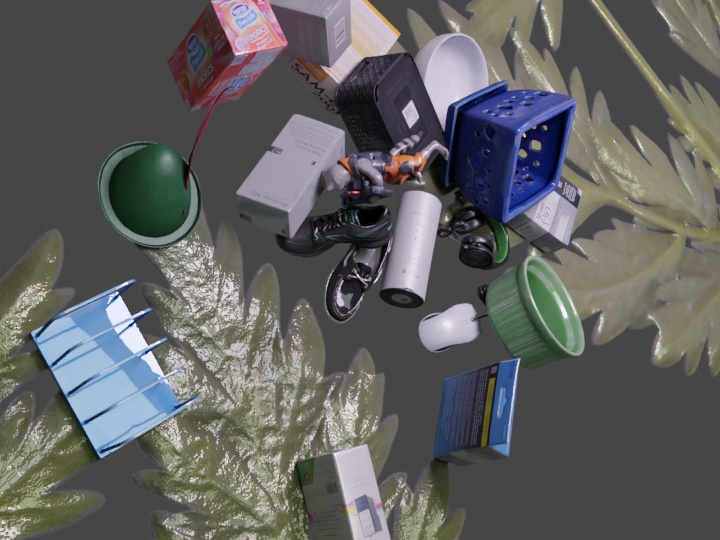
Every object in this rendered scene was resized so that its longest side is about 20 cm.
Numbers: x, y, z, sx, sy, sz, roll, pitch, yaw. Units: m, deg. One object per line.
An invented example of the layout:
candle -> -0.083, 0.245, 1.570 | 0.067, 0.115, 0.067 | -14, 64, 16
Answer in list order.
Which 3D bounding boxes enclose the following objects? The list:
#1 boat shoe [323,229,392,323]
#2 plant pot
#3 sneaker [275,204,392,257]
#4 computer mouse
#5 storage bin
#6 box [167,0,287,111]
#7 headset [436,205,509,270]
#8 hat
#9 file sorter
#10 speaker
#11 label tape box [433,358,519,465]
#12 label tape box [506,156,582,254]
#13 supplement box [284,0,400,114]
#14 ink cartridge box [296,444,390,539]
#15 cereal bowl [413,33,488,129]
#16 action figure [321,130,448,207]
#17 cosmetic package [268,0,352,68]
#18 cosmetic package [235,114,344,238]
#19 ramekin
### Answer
boat shoe -> 0.000, 0.000, 1.510 | 0.074, 0.060, 0.200 | 39, 57, -16
plant pot -> 0.262, -0.234, 1.644 | 0.180, 0.200, 0.200 | 31, 44, 32
sneaker -> -0.043, -0.076, 1.469 | 0.199, 0.079, 0.076 | -8, 62, -10
computer mouse -> 0.192, 0.096, 1.609 | 0.200, 0.044, 0.110 | -18, 85, -35
storage bin -> 0.056, -0.270, 1.570 | 0.135, 0.094, 0.200 | -53, 131, -33
box -> -0.215, -0.344, 1.407 | 0.102, 0.200, 0.095 | -22, 86, -35
headset -> 0.220, -0.068, 1.651 | 0.200, 0.094, 0.124 | 2, 72, -44
hat -> -0.285, -0.154, 1.311 | 0.165, 0.176, 0.201 | 0, 74, -32
file sorter -> -0.333, 0.131, 1.219 | 0.139, 0.123, 0.200 | -29, 90, -36
speaker -> 0.090, -0.040, 1.568 | 0.081, 0.081, 0.201 | 24, 62, -24
label tape box -> 0.209, 0.238, 1.465 | 0.066, 0.200, 0.144 | 24, 63, -24
label tape box -> 0.341, -0.148, 1.773 | 0.200, 0.066, 0.144 | 35, 58, -20
supplement box -> -0.031, -0.403, 1.620 | 0.126, 0.073, 0.200 | 42, 57, -14
ink cartridge box -> -0.021, 0.374, 1.335 | 0.067, 0.117, 0.201 | -6, 77, -36
cereal bowl -> 0.155, -0.350, 1.692 | 0.200, 0.083, 0.201 | -15, 111, -45
action figure -> 0.023, -0.164, 1.475 | 0.193, 0.200, 0.105 | -13, 93, -24
cosmetic package -> -0.121, -0.429, 1.497 | 0.200, 0.107, 0.090 | 23, 57, 18
cosmetic package -> -0.112, -0.158, 1.464 | 0.101, 0.074, 0.200 | 20, 55, 14
ramekin -> 0.316, 0.083, 1.621 | 0.200, 0.098, 0.200 | 38, 36, -35
